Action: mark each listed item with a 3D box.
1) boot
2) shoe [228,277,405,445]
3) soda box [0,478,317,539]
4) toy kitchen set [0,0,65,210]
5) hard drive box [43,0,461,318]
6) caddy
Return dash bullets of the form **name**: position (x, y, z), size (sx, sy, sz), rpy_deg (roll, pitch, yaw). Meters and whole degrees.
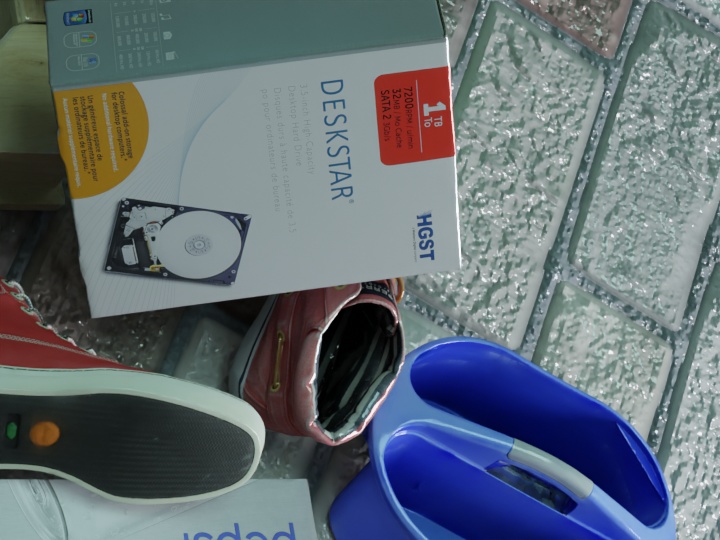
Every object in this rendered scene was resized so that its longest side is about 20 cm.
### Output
- **boot**: position (-0.150, 0.048, 1.532), size (0.199, 0.073, 0.144), rpy_deg (10, 29, -14)
- **shoe**: position (0.000, 0.000, 1.619), size (0.071, 0.091, 0.201), rpy_deg (27, 83, -30)
- **soda box**: position (-0.121, 0.148, 1.539), size (0.199, 0.063, 0.068), rpy_deg (3, 66, -31)
- **toy kitchen set**: position (-0.218, -0.156, 1.563), size (0.180, 0.163, 0.201), rpy_deg (0, 67, -31)
- **hard drive box**: position (-0.053, -0.069, 1.523), size (0.199, 0.156, 0.077), rpy_deg (-8, 40, -2)
- **caddy**: position (0.082, 0.124, 1.648), size (0.200, 0.105, 0.142), rpy_deg (29, 56, -17)
